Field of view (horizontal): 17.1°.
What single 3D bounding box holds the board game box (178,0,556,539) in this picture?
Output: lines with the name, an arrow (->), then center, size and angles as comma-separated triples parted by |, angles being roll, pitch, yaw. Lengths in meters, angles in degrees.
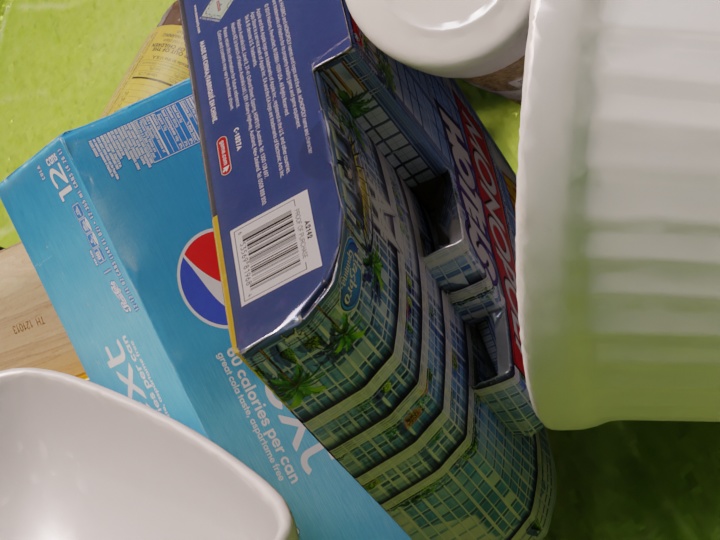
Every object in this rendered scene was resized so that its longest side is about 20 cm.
board game box -> 0.020, -0.003, 0.810 | 0.061, 0.200, 0.201 | -27, 45, 15

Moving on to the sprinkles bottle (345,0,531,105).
sprinkles bottle -> 0.050, -0.093, 0.809 | 0.068, 0.068, 0.200 | -37, -9, 12

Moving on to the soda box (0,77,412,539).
soda box -> -0.044, 0.041, 0.811 | 0.064, 0.201, 0.068 | -26, 0, -31

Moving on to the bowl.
bowl -> -0.122, 0.130, 0.754 | 0.200, 0.075, 0.199 | -40, 35, -22

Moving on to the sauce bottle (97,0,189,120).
sauce bottle -> -0.107, -0.032, 1.101 | 0.064, 0.065, 0.201 | -1, 54, 48

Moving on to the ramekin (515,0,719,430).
ramekin -> 0.114, -0.046, 0.744 | 0.097, 0.201, 0.201 | 6, 51, 13

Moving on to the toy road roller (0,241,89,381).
toy road roller -> -0.074, 0.037, 0.964 | 0.122, 0.147, 0.200 | -20, 3, 34
